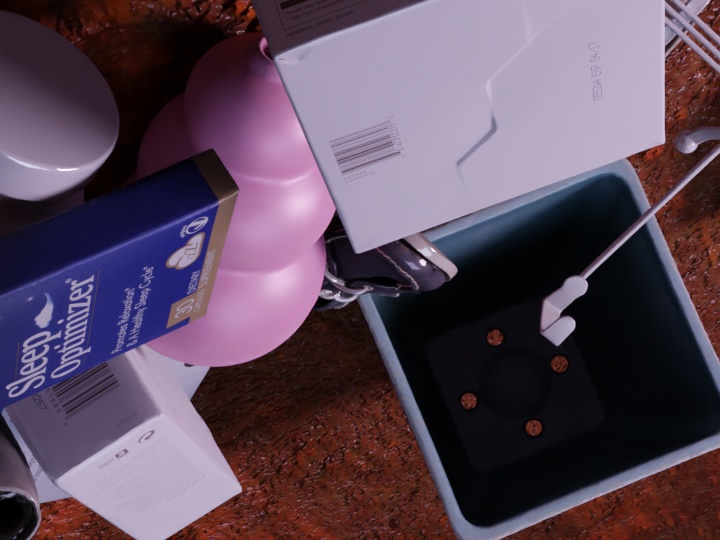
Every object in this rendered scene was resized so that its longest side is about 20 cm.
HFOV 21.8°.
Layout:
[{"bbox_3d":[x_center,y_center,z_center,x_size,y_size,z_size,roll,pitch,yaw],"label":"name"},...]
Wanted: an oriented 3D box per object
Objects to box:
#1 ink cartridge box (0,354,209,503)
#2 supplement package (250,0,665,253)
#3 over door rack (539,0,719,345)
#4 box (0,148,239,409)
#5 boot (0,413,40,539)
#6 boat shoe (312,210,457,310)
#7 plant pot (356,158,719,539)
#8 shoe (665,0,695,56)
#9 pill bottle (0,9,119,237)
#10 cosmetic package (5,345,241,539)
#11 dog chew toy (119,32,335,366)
[{"bbox_3d":[-0.208,0.095,1.199,0.200,0.041,0.200,-8,150,-30],"label":"ink cartridge box"},{"bbox_3d":[0.037,-0.114,0.786,0.155,0.111,0.200,-19,157,2],"label":"supplement package"},{"bbox_3d":[0.115,-0.084,1.003,0.148,0.067,0.200,39,102,-15],"label":"over door rack"},{"bbox_3d":[-0.154,0.021,0.852,0.200,0.032,0.121,-24,158,-24],"label":"box"},{"bbox_3d":[-0.261,0.103,0.981,0.182,0.200,0.073,-22,126,-2],"label":"boot"},{"bbox_3d":[0.000,0.000,1.070,0.063,0.073,0.200,-49,-170,-8],"label":"boat shoe"},{"bbox_3d":[0.113,0.066,1.258,0.195,0.197,0.200,-22,171,-6],"label":"plant pot"},{"bbox_3d":[0.124,-0.108,1.081,0.070,0.053,0.200,-3,147,-38],"label":"shoe"},{"bbox_3d":[-0.202,-0.025,0.888,0.116,0.116,0.200,1,145,-41],"label":"pill bottle"},{"bbox_3d":[-0.138,0.083,1.051,0.074,0.102,0.200,-32,159,-4],"label":"cosmetic package"},{"bbox_3d":[-0.067,-0.041,0.978,0.124,0.125,0.200,-9,143,-28],"label":"dog chew toy"}]
